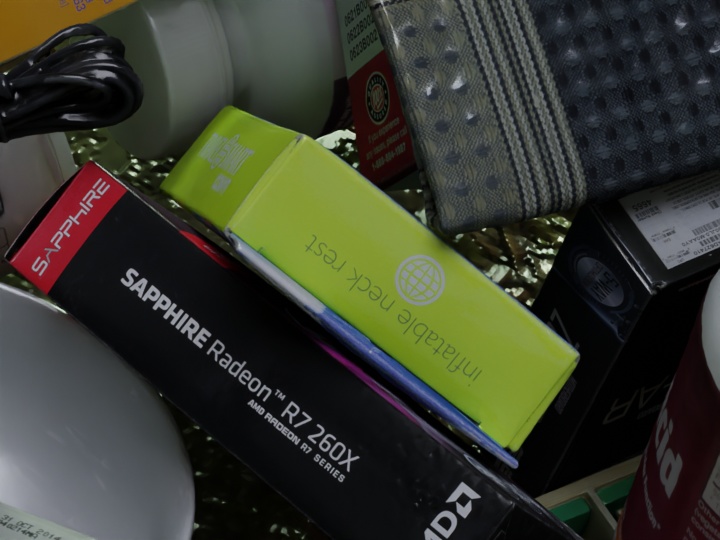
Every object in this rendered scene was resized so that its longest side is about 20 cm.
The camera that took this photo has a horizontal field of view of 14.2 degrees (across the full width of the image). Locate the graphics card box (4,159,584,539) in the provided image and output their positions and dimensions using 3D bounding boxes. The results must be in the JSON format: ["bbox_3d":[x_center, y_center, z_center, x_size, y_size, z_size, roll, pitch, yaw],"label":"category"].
[{"bbox_3d":[-0.015,0.050,0.968,0.200,0.125,0.051,39,90,26],"label":"graphics card box"}]

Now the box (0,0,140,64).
[{"bbox_3d":[-0.149,-0.097,1.007,0.200,0.042,0.119,-24,22,-11],"label":"box"}]

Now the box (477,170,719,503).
[{"bbox_3d":[0.149,0.001,1.049,0.200,0.160,0.044,-21,64,-27],"label":"box"}]

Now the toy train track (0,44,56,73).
[{"bbox_3d":[-0.101,-0.090,1.040,0.200,0.033,0.115,-30,24,-15],"label":"toy train track"}]

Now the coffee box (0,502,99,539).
[{"bbox_3d":[-0.119,0.172,0.821,0.114,0.200,0.080,20,24,7],"label":"coffee box"}]

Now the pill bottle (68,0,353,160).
[{"bbox_3d":[-0.012,-0.114,1.145,0.200,0.112,0.112,-23,58,-27],"label":"pill bottle"}]

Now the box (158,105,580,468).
[{"bbox_3d":[0.000,0.000,0.989,0.122,0.200,0.048,38,89,-12],"label":"box"}]

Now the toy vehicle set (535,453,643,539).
[{"bbox_3d":[0.081,0.137,1.011,0.200,0.027,0.124,-20,57,-25],"label":"toy vehicle set"}]

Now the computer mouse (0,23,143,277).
[{"bbox_3d":[-0.131,-0.028,1.012,0.109,0.200,0.044,-23,82,-9],"label":"computer mouse"}]

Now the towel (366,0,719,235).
[{"bbox_3d":[0.078,-0.125,0.951,0.192,0.035,0.200,-16,87,-20],"label":"towel"}]

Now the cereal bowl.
[{"bbox_3d":[-0.159,0.092,0.955,0.200,0.083,0.200,10,41,-9],"label":"cereal bowl"}]

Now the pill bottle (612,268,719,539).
[{"bbox_3d":[0.157,0.052,0.947,0.114,0.200,0.114,6,49,-7],"label":"pill bottle"}]

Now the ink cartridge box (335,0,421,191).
[{"bbox_3d":[0.074,-0.145,1.046,0.144,0.145,0.200,-5,80,-22],"label":"ink cartridge box"}]
